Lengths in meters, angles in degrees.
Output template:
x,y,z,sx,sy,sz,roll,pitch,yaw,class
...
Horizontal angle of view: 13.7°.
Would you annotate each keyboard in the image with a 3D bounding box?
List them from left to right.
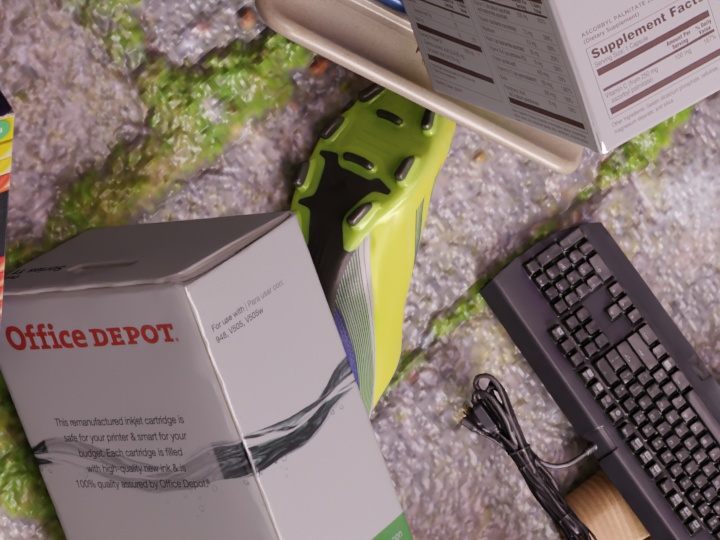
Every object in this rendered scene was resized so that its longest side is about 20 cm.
x,y,z,sx,sy,sz,roll,pitch,yaw,class
0.128,0.081,1.498,0.127,0.021,0.200,-35,88,-21,keyboard

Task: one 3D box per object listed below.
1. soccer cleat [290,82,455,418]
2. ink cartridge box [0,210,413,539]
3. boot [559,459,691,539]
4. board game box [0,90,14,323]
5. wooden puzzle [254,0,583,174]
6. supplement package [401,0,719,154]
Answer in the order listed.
x,y,z,sx,sy,sz,roll,pitch,yaw,class
-0.001,0.000,1.447,0.084,0.065,0.200,36,73,-57,soccer cleat
-0.071,0.080,1.352,0.083,0.147,0.200,-35,113,-42,ink cartridge box
0.199,0.166,1.551,0.144,0.071,0.201,-28,102,-15,boot
-0.250,0.002,1.261,0.200,0.057,0.165,-16,137,-25,board game box
0.069,-0.166,1.347,0.185,0.046,0.200,25,85,-28,wooden puzzle
0.128,-0.155,1.268,0.200,0.156,0.111,-28,114,-18,supplement package
